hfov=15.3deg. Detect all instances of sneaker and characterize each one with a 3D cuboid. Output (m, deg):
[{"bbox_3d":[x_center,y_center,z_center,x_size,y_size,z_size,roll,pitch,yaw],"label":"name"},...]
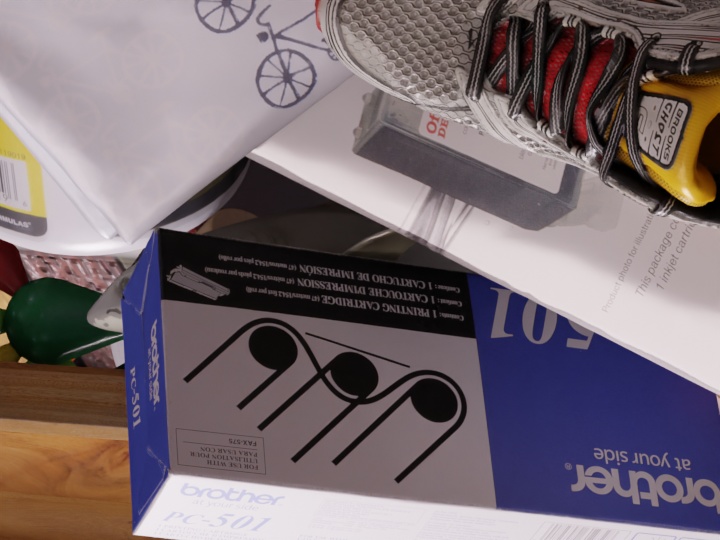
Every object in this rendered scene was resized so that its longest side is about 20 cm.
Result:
[{"bbox_3d":[0.082,-0.059,0.765,0.200,0.082,0.078,14,113,13],"label":"sneaker"}]

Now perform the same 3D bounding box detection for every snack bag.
[{"bbox_3d":[-0.065,-0.131,0.795,0.189,0.021,0.200,-35,109,13],"label":"snack bag"}]

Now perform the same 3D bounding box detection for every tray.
[{"bbox_3d":[-0.107,0.082,1.003,0.200,0.037,0.099,2,128,28],"label":"tray"}]

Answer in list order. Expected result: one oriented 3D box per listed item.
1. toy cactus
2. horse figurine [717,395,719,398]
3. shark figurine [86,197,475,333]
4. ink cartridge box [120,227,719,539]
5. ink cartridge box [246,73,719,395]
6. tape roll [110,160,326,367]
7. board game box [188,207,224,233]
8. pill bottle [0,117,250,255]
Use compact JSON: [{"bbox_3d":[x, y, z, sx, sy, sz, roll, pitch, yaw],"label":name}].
[{"bbox_3d":[-0.075,0.039,1.050,0.200,0.102,0.165,36,127,0],"label":"toy cactus"},{"bbox_3d":[0.117,0.002,1.017,0.200,0.050,0.133,23,139,10],"label":"horse figurine"},{"bbox_3d":[0.022,-0.001,0.976,0.214,0.090,0.128,18,141,-34],"label":"shark figurine"},{"bbox_3d":[0.023,0.048,0.890,0.200,0.094,0.044,8,144,-20],"label":"ink cartridge box"},{"bbox_3d":[0.063,-0.048,0.896,0.200,0.146,0.085,28,106,9],"label":"ink cartridge box"},{"bbox_3d":[-0.006,0.040,1.148,0.200,0.066,0.200,20,144,16],"label":"tape roll"},{"bbox_3d":[-0.005,0.056,1.092,0.200,0.019,0.103,37,147,-7],"label":"board game box"},{"bbox_3d":[-0.094,-0.112,0.886,0.112,0.112,0.200,17,132,21],"label":"pill bottle"}]
